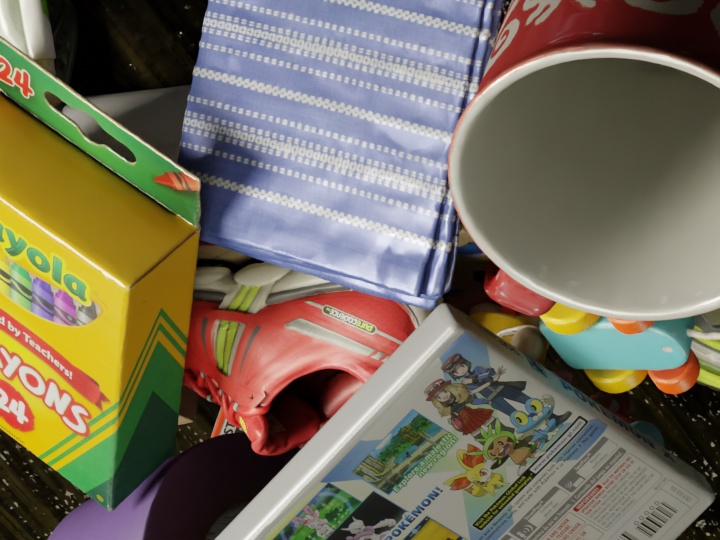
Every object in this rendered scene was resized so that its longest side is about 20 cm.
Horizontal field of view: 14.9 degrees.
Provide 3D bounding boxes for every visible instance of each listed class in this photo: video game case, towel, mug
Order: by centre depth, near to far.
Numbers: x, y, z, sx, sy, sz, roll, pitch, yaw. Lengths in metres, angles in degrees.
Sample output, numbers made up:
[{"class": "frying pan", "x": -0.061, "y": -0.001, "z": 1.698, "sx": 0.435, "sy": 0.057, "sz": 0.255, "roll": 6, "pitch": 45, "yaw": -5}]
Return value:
[{"class": "mug", "x": 0.101, "y": -0.090, "z": 1.097, "sx": 0.177, "sy": 0.201, "sz": 0.133, "roll": -24, "pitch": 123, "yaw": 33}, {"class": "towel", "x": -0.004, "y": -0.096, "z": 1.138, "sx": 0.144, "sy": 0.024, "sz": 0.201, "roll": 15, "pitch": 96, "yaw": 32}, {"class": "video game case", "x": 0.034, "y": 0.127, "z": 1.238, "sx": 0.182, "sy": 0.022, "sz": 0.200, "roll": 33, "pitch": 108, "yaw": -34}]

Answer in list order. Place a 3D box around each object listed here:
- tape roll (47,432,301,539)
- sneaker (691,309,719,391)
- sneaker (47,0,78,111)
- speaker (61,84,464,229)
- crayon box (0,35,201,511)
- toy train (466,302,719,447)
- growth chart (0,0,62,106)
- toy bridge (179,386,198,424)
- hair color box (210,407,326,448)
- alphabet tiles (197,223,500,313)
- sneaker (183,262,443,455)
[{"class": "tape roll", "x": -0.059, "y": 0.185, "z": 1.314, "sx": 0.085, "sy": 0.201, "sz": 0.200, "roll": -28, "pitch": 120, "yaw": 36}, {"class": "sneaker", "x": 0.233, "y": 0.025, "z": 1.259, "sx": 0.199, "sy": 0.074, "sz": 0.081, "roll": 13, "pitch": 131, "yaw": 2}, {"class": "sneaker", "x": -0.210, "y": -0.066, "z": 1.294, "sx": 0.076, "sy": 0.114, "sz": 0.200, "roll": 9, "pitch": 118, "yaw": -45}, {"class": "speaker", "x": -0.039, "y": -0.049, "z": 1.258, "sx": 0.199, "sy": 0.081, "sz": 0.081, "roll": -5, "pitch": 131, "yaw": 20}, {"class": "crayon box", "x": -0.137, "y": 0.003, "z": 1.208, "sx": 0.127, "sy": 0.051, "sz": 0.201, "roll": 34, "pitch": 144, "yaw": 19}, {"class": "toy train", "x": 0.116, "y": 0.042, "z": 1.251, "sx": 0.150, "sy": 0.056, "sz": 0.200, "roll": 22, "pitch": 153, "yaw": -17}, {"class": "growth chart", "x": -0.228, "y": -0.139, "z": 1.224, "sx": 0.199, "sy": 0.018, "sz": 0.146, "roll": -3, "pitch": 93, "yaw": 20}, {"class": "toy bridge", "x": -0.047, "y": 0.042, "z": 1.345, "sx": 0.199, "sy": 0.027, "sz": 0.067, "roll": -14, "pitch": 152, "yaw": 38}, {"class": "hair color box", "x": 0.026, "y": 0.121, "z": 1.412, "sx": 0.199, "sy": 0.061, "sz": 0.102, "roll": 4, "pitch": 134, "yaw": 14}, {"class": "alphabet tiles", "x": 0.000, "y": 0.000, "z": 1.268, "sx": 0.199, "sy": 0.006, "sz": 0.166, "roll": 13, "pitch": 159, "yaw": -30}, {"class": "sneaker", "x": -0.053, "y": 0.043, "z": 1.256, "sx": 0.199, "sy": 0.085, "sz": 0.077, "roll": -10, "pitch": 159, "yaw": 33}]
